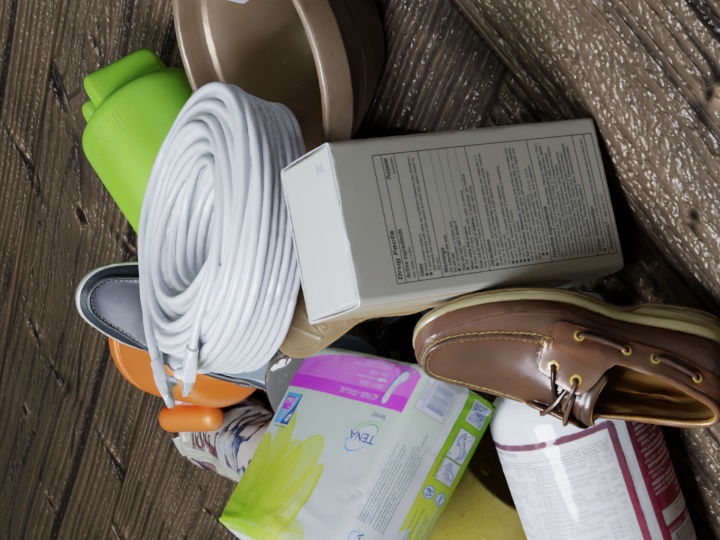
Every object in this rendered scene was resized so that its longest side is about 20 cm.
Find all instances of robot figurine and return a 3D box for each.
[{"bbox_3d":[-0.153,0.061,1.745,0.199,0.116,0.144,7,132,58],"label":"robot figurine"},{"bbox_3d":[-0.155,-0.087,1.641,0.201,0.115,0.176,54,155,18],"label":"robot figurine"}]

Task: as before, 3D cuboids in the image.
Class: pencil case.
[{"bbox_3d":[-0.088,0.165,1.745,0.199,0.089,0.078,21,129,53],"label":"pencil case"}]

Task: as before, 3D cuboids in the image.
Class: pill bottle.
[{"bbox_3d":[0.149,0.124,1.303,0.109,0.109,0.202,-5,107,59],"label":"pill bottle"}]

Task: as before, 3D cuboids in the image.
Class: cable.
[{"bbox_3d":[-0.096,-0.027,1.374,0.201,0.069,0.201,-64,30,30],"label":"cable"}]

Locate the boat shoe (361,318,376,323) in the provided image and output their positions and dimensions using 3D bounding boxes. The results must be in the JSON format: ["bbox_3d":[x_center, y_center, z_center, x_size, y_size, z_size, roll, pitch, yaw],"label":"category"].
[{"bbox_3d":[0.000,0.000,1.497,0.200,0.071,0.073,-7,95,67],"label":"boat shoe"}]

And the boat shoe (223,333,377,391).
[{"bbox_3d":[-0.066,0.061,1.563,0.091,0.199,0.071,27,92,53],"label":"boat shoe"}]

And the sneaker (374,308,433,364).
[{"bbox_3d":[0.041,0.057,1.452,0.079,0.089,0.200,57,152,16],"label":"sneaker"}]

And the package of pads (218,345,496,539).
[{"bbox_3d":[-0.009,0.136,1.331,0.068,0.155,0.200,33,168,-23],"label":"package of pads"}]

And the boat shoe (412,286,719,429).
[{"bbox_3d":[0.131,0.058,1.197,0.072,0.198,0.068,101,172,-49],"label":"boat shoe"}]

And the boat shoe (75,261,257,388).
[{"bbox_3d":[-0.139,0.046,1.613,0.062,0.198,0.075,-112,44,-82],"label":"boat shoe"}]

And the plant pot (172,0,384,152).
[{"bbox_3d":[-0.048,-0.167,1.430,0.200,0.092,0.202,37,139,40],"label":"plant pot"}]

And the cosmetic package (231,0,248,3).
[{"bbox_3d":[-0.096,-0.304,1.256,0.200,0.165,0.165,-43,71,22],"label":"cosmetic package"}]

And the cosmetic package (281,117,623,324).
[{"bbox_3d":[0.058,-0.032,1.229,0.071,0.198,0.106,-24,74,60],"label":"cosmetic package"}]

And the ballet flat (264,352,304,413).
[{"bbox_3d":[-0.005,0.122,1.545,0.200,0.067,0.047,42,-156,-31],"label":"ballet flat"}]

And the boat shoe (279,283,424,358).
[{"bbox_3d":[0.013,-0.005,1.357,0.199,0.069,0.074,-24,104,39],"label":"boat shoe"}]

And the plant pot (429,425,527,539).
[{"bbox_3d":[0.070,0.185,1.427,0.200,0.199,0.142,52,123,23],"label":"plant pot"}]
